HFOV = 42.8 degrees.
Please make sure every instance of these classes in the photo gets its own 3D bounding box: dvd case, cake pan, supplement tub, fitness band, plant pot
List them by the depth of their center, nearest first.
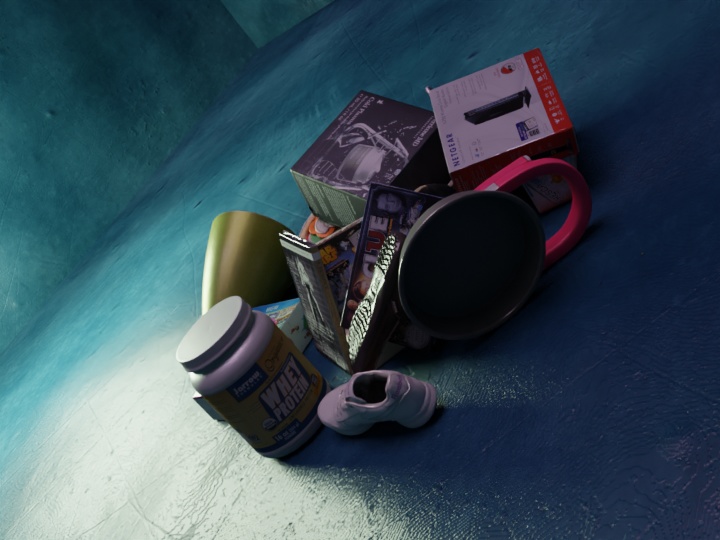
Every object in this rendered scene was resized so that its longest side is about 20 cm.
[{"bbox_3d":[0.133,-0.010,1.129,0.199,0.201,0.037,-40,33,3],"label":"cake pan"},{"bbox_3d":[0.202,-0.059,1.176,0.198,0.144,0.038,-34,29,3],"label":"fitness band"},{"bbox_3d":[-0.149,0.150,1.297,0.144,0.201,0.145,-33,24,17],"label":"supplement tub"},{"bbox_3d":[-0.064,0.045,1.363,0.016,0.203,0.148,-23,18,-17],"label":"dvd case"},{"bbox_3d":[-0.215,0.028,1.682,0.185,0.186,0.203,-17,47,44],"label":"plant pot"}]

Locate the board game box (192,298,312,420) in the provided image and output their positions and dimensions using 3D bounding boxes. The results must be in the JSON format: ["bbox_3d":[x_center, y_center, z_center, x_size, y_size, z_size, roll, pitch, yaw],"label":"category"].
[{"bbox_3d":[-0.171,0.147,1.517,0.146,0.064,0.201,-14,34,48],"label":"board game box"}]

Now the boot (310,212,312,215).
[{"bbox_3d":[-0.013,-0.113,1.703,0.167,0.077,0.201,-31,18,14],"label":"boot"}]

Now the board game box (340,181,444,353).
[{"bbox_3d":[0.057,-0.005,1.231,0.133,0.204,0.035,14,6,22],"label":"board game box"}]

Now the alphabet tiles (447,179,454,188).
[{"bbox_3d":[0.127,-0.105,1.438,0.201,0.015,0.196,-51,-3,-36],"label":"alphabet tiles"}]

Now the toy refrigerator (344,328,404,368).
[{"bbox_3d":[0.071,0.044,1.304,0.199,0.070,0.076,-38,23,10],"label":"toy refrigerator"}]

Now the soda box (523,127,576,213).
[{"bbox_3d":[0.278,-0.174,1.357,0.063,0.069,0.201,-24,29,26],"label":"soda box"}]

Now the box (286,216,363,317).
[{"bbox_3d":[0.000,0.000,1.403,0.198,0.138,0.040,-26,11,31],"label":"box"}]

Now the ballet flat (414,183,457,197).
[{"bbox_3d":[0.132,-0.083,1.323,0.056,0.198,0.068,-3,83,40],"label":"ballet flat"}]

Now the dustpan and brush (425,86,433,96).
[{"bbox_3d":[0.180,-0.236,1.444,0.057,0.201,0.139,-48,-17,28],"label":"dustpan and brush"}]

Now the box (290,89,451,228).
[{"bbox_3d":[0.029,-0.166,1.496,0.195,0.125,0.201,24,65,36],"label":"box"}]

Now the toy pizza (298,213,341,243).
[{"bbox_3d":[-0.015,-0.056,1.539,0.196,0.032,0.203,-8,57,12],"label":"toy pizza"}]

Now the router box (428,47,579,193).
[{"bbox_3d":[0.200,-0.215,1.317,0.177,0.049,0.202,-20,44,11],"label":"router box"}]

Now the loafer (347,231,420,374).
[{"bbox_3d":[0.040,0.052,1.178,0.073,0.070,0.203,-111,39,-61],"label":"loafer"}]

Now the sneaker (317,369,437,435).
[{"bbox_3d":[0.003,0.157,1.165,0.198,0.099,0.076,-18,51,45],"label":"sneaker"}]
